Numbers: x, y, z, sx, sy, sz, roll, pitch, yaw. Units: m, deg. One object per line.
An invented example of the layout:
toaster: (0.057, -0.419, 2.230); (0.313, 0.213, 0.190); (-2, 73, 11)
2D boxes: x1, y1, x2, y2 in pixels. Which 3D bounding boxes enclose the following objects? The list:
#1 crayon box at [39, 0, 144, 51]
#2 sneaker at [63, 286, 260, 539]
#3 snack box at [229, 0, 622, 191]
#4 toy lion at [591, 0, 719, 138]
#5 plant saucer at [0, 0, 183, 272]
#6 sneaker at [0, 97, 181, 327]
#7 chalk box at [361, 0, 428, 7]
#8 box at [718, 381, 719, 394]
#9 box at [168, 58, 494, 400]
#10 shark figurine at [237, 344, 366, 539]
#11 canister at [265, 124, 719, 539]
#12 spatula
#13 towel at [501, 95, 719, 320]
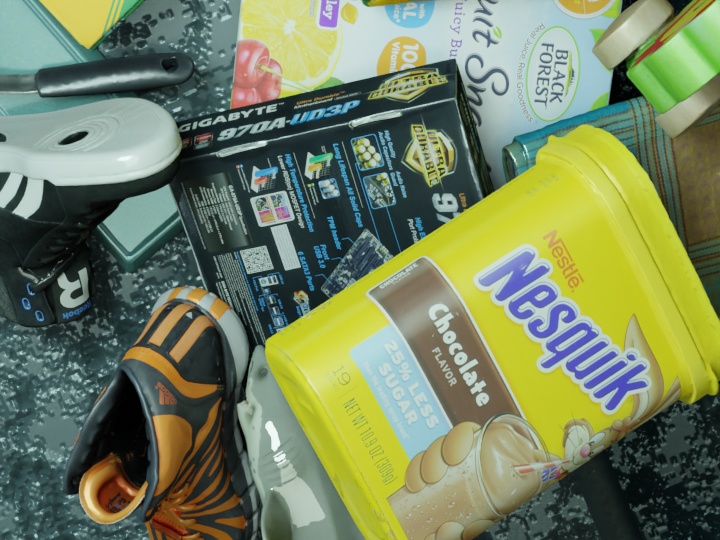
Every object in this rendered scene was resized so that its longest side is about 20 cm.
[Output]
crayon box: (-0.166, -0.229, 1.408); (0.119, 0.058, 0.200); (-43, 98, 10)
sneaker: (-0.111, 0.113, 1.432); (0.077, 0.112, 0.201); (15, 130, 23)
snack box: (0.033, -0.116, 1.431); (0.198, 0.053, 0.143); (7, 105, -1)
toy lion: (0.204, -0.147, 1.321); (0.200, 0.192, 0.069); (-42, 92, -15)
plant saucer: (-0.165, -0.093, 1.461); (0.070, 0.019, 0.200); (-39, 98, 9)
sneaker: (-0.149, -0.025, 1.413); (0.199, 0.073, 0.112); (2, 120, 46)
chalk box: (0.050, -0.249, 1.347); (0.123, 0.124, 0.202); (-4, 76, 1)
box: (0.287, 0.047, 1.402); (0.198, 0.164, 0.021); (0, 81, -2)
box: (0.000, 0.000, 1.425); (0.158, 0.046, 0.201); (-12, 120, 11)
shark figurine: (-0.002, 0.152, 1.427); (0.089, 0.128, 0.215); (-15, 125, 3)
canister: (0.069, 0.043, 1.349); (0.199, 0.087, 0.149); (-33, 109, -11)
spatula: (-0.187, -0.102, 1.435); (0.198, 0.021, 0.057); (-3, 60, -4)
towel: (0.179, -0.028, 1.431); (0.199, 0.022, 0.148); (-17, 109, -11)
